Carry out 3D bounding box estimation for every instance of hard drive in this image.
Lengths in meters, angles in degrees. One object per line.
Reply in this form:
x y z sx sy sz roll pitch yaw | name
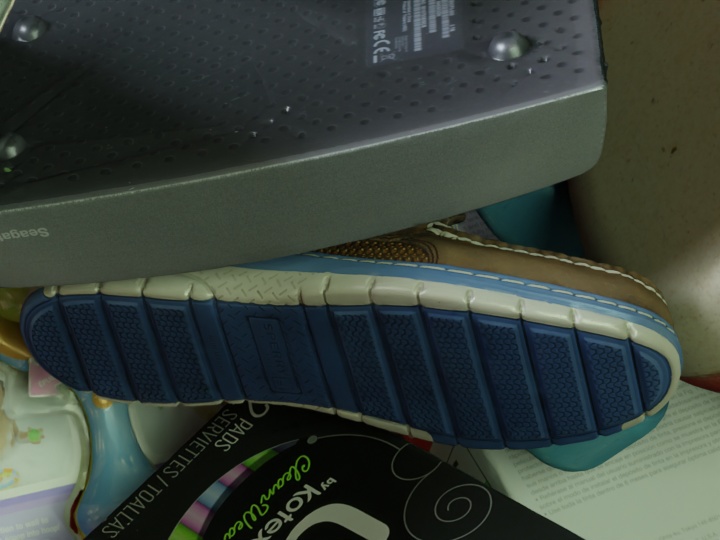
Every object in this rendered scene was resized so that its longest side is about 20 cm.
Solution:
-0.026 -0.054 0.827 0.199 0.135 0.042 -11 125 8 | hard drive

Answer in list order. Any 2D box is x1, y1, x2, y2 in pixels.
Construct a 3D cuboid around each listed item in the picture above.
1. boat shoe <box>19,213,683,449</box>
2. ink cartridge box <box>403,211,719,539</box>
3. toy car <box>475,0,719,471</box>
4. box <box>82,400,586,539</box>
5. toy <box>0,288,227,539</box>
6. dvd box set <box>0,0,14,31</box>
0.000 0.000 0.835 0.199 0.072 0.073 7 51 13 | boat shoe
0.075 0.047 0.959 0.109 0.050 0.200 -17 59 -25 | ink cartridge box
0.165 -0.008 0.914 0.200 0.184 0.177 33 34 -31 | toy car
0.004 0.146 0.832 0.149 0.200 0.125 -43 130 -18 | box
-0.086 0.004 0.904 0.115 0.047 0.201 -11 91 -26 | toy
-0.148 -0.019 0.785 0.029 0.200 0.147 26 84 -14 | dvd box set
